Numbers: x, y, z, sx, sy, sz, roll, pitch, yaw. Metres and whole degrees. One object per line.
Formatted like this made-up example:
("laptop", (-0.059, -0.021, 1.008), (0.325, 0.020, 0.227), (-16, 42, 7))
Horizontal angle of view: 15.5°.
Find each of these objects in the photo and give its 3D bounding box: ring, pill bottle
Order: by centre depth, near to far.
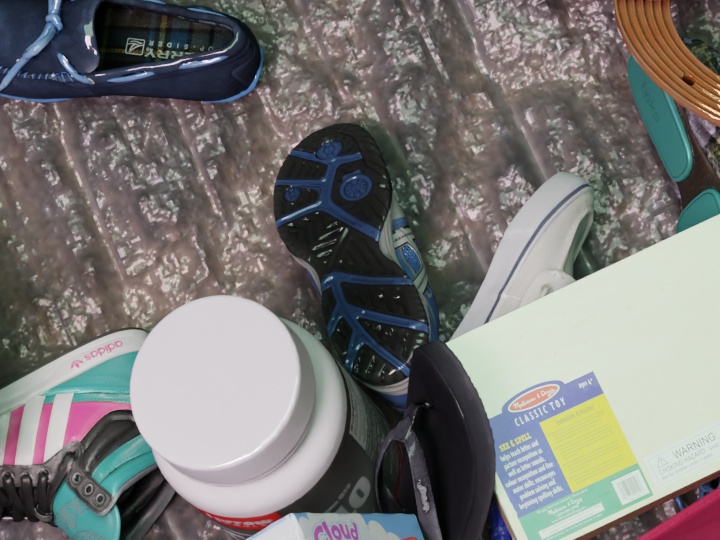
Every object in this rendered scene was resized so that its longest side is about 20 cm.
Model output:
("pill bottle", (-0.051, 0.092, 1.466), (0.113, 0.200, 0.115), (-5, 69, 14))
("ring", (0.247, -0.140, 1.587), (0.199, 0.019, 0.201), (8, 45, -8))

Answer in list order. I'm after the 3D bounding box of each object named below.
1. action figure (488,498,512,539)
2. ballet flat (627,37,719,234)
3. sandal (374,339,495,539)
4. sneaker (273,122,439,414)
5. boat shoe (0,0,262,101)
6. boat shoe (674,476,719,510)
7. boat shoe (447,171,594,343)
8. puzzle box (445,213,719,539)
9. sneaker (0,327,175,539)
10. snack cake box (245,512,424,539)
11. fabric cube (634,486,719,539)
("action figure", (0.091, 0.199, 1.514), (0.065, 0.099, 0.201), (6, 51, 7))
("ballet flat", (0.218, -0.050, 1.579), (0.071, 0.072, 0.202), (-13, 74, -1))
("sandal", (0.035, 0.136, 1.468), (0.043, 0.201, 0.076), (-10, 30, -28))
("sneaker", (0.000, 0.000, 1.572), (0.075, 0.077, 0.201), (-19, 55, 8))
("boat shoe", (-0.160, -0.149, 1.614), (0.198, 0.069, 0.085), (-2, 73, 2))
("boat shoe", (0.225, 0.105, 1.522), (0.198, 0.084, 0.069), (4, 76, 6))
("boat shoe", (0.101, 0.033, 1.539), (0.069, 0.071, 0.201), (22, 62, 20))
("puzzle box", (0.152, 0.064, 1.477), (0.199, 0.025, 0.134), (-24, 75, -5))
("sneaker", (-0.182, 0.131, 1.534), (0.199, 0.084, 0.121), (-30, 64, -8))
("snack cake box", (-0.063, 0.204, 1.435), (0.199, 0.115, 0.068), (-33, 65, 29))
("fabric cube", (0.289, 0.193, 1.402), (0.195, 0.200, 0.200), (-29, 94, -7))
